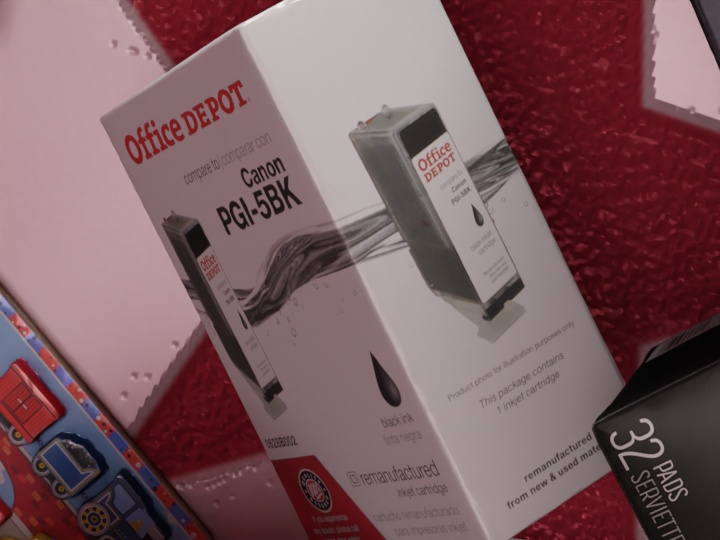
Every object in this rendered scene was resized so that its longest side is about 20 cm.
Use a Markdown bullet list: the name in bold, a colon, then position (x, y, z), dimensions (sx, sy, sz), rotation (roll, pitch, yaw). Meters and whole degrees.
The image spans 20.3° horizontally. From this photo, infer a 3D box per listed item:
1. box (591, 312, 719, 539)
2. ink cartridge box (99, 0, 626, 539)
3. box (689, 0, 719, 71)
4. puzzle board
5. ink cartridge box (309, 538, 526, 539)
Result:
- **box**: position (0.195, 0.095, 0.679), dimensions (0.148, 0.124, 0.201), rotation (-29, 90, 21)
- **ink cartridge box**: position (0.000, 0.000, 0.751), dimensions (0.082, 0.147, 0.201), rotation (-29, 94, -28)
- **box**: position (0.154, -0.124, 0.672), dimensions (0.103, 0.200, 0.183), rotation (-23, 96, 14)
- **puzzle board**: position (-0.181, 0.088, 0.883), dimensions (0.150, 0.017, 0.200), rotation (-40, 91, 16)
- **ink cartridge box**: position (0.039, 0.215, 0.828), dimensions (0.144, 0.085, 0.202), rotation (6, 101, 10)
